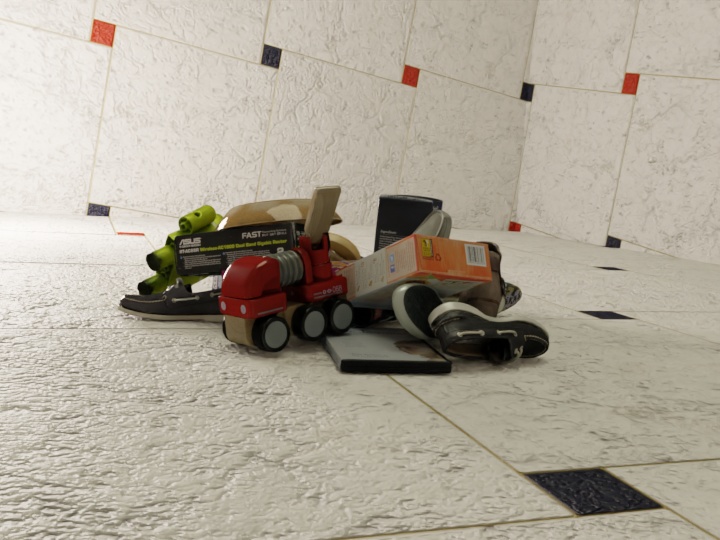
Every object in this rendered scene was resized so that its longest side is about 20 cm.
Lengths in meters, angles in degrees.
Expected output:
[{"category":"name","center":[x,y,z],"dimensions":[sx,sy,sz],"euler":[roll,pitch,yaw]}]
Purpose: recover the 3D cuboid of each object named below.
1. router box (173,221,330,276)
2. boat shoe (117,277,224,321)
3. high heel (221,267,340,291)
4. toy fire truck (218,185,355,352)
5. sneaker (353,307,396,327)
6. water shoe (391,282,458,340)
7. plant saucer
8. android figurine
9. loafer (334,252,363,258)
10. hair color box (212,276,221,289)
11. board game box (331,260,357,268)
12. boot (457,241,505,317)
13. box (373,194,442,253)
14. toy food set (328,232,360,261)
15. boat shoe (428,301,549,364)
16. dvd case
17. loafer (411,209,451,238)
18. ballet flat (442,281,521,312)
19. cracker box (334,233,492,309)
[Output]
[{"category":"router box","center":[-0.161,-0.030,1.208],"dimensions":[0.198,0.063,0.150],"euler":[-6,-3,18]},{"category":"boat shoe","center":[-0.266,0.040,1.200],"dimensions":[0.198,0.063,0.073],"euler":[3,8,-6]},{"category":"high heel","center":[-0.112,0.011,1.168],"dimensions":[0.199,0.097,0.067],"euler":[-27,7,-31]},{"category":"toy fire truck","center":[-0.091,-0.007,1.042],"dimensions":[0.175,0.202,0.128],"euler":[-12,12,-41]},{"category":"sneaker","center":[0.027,0.057,1.246],"dimensions":[0.198,0.076,0.084],"euler":[-4,16,-17]},{"category":"water shoe","center":[0.080,0.066,1.098],"dimensions":[0.078,0.072,0.200],"euler":[-3,-15,31]},{"category":"plant saucer","center":[-0.127,-0.083,1.211],"dimensions":[0.198,0.036,0.200],"euler":[-6,-1,0]},{"category":"android figurine","center":[-0.279,-0.027,1.295],"dimensions":[0.041,0.183,0.200],"euler":[37,38,13]},{"category":"loafer","center":[-0.031,0.015,1.589],"dimensions":[0.073,0.071,0.199],"euler":[-35,-21,24]},{"category":"hair color box","center":[-0.180,0.026,1.372],"dimensions":[0.099,0.061,0.200],"euler":[1,9,-28]},{"category":"board game box","center":[0.000,0.000,1.288],"dimensions":[0.198,0.030,0.096],"euler":[-5,8,-4]},{"category":"boot","center":[0.184,0.028,1.222],"dimensions":[0.069,0.148,0.200],"euler":[6,7,-3]},{"category":"box","center":[0.088,-0.042,1.496],"dimensions":[0.103,0.202,0.148],"euler":[8,8,13]},{"category":"toy food set","center":[-0.085,-0.015,1.422],"dimensions":[0.196,0.049,0.200],"euler":[17,-25,19]},{"category":"boat shoe","center":[0.179,0.095,1.047],"dimensions":[0.199,0.074,0.061],"euler":[18,40,-33]},{"category":"dvd case","center":[0.026,0.104,1.055],"dimensions":[0.141,0.018,0.200],"euler":[2,7,-12]},{"category":"loafer","center":[0.090,-0.022,1.370],"dimensions":[0.070,0.201,0.070],"euler":[34,-5,-38]},{"category":"ballet flat","center":[0.193,0.057,1.390],"dimensions":[0.198,0.073,0.072],"euler":[3,7,-9]},{"category":"cracker box","center":[0.071,0.007,1.126],"dimensions":[0.133,0.058,0.199],"euler":[6,-19,-35]}]
